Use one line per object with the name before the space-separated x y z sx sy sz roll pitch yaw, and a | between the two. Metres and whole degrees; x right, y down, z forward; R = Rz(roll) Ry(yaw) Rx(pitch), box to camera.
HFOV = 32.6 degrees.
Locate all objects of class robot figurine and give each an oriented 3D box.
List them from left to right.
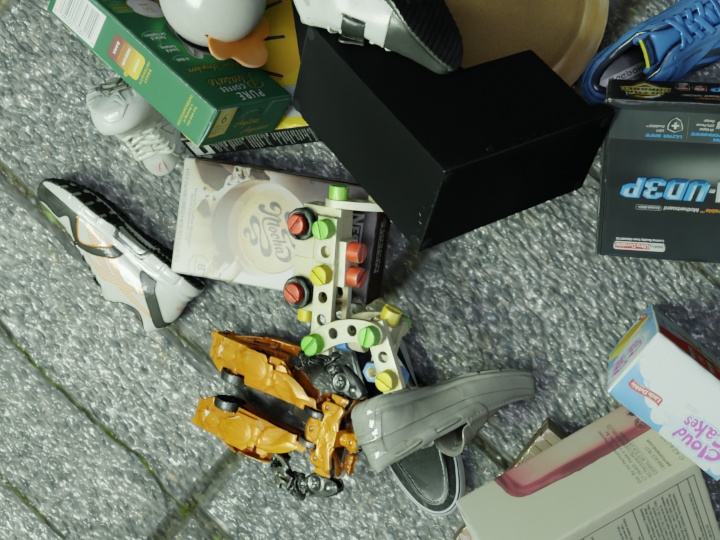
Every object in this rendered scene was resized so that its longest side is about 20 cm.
robot figurine | -0.071 0.133 1.189 0.198 0.058 0.147 20 99 32

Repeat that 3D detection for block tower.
block tower | 0.144 0.232 1.187 0.058 0.054 0.201 40 100 6

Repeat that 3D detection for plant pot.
plant pot | 0.128 -0.235 1.126 0.197 0.028 0.202 -5 124 -7

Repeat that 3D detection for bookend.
bookend | 0.077 -0.142 1.080 0.200 0.197 0.093 49 143 28

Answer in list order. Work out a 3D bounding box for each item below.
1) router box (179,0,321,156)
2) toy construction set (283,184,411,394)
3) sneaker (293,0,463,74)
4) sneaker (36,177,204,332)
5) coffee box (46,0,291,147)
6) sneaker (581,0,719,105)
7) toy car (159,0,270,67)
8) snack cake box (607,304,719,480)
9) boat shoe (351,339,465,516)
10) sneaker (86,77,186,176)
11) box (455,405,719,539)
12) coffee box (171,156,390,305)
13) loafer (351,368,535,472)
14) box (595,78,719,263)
router box | -0.098 -0.218 1.173 0.147 0.051 0.203 -6 75 8
toy construction set | 0.000 0.000 1.099 0.130 0.092 0.203 11 90 31
sneaker | -0.003 -0.225 1.025 0.199 0.074 0.088 39 134 -13
sneaker | -0.255 -0.016 1.242 0.199 0.074 0.080 40 103 7
coffee box | -0.168 -0.191 1.088 0.200 0.123 0.044 41 118 14
sneaker | 0.290 -0.209 1.114 0.199 0.078 0.066 -33 85 11
toy car | -0.128 -0.271 1.069 0.183 0.177 0.202 -18 105 40
snack cake box | 0.280 0.100 1.074 0.115 0.200 0.067 41 101 6
boat shoe | 0.044 0.147 1.194 0.073 0.068 0.202 -18 90 12
sneaker | -0.197 -0.137 1.163 0.077 0.200 0.101 -10 102 9
box | 0.205 0.230 1.100 0.198 0.109 0.129 -28 122 -4
coffee box | -0.073 -0.040 1.198 0.197 0.080 0.115 9 96 11
loafer | 0.082 0.136 1.141 0.198 0.070 0.071 -11 81 -29
box | 0.313 -0.085 1.100 0.197 0.046 0.161 5 123 11
